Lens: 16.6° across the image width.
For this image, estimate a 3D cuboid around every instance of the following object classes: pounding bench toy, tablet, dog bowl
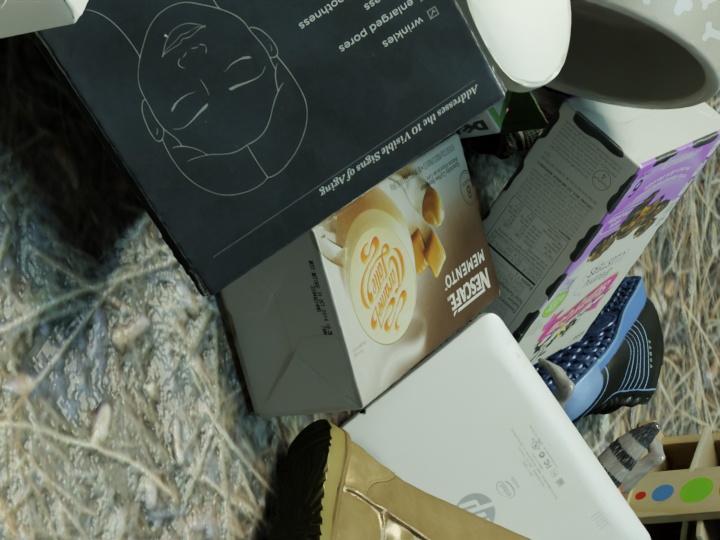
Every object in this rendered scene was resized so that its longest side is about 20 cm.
[{"bbox_3d":[0.305,0.222,1.901,0.201,0.155,0.124,62,36,-31],"label":"pounding bench toy"},{"bbox_3d":[0.087,0.140,1.565,0.130,0.014,0.200,-38,107,-7],"label":"tablet"},{"bbox_3d":[0.139,-0.158,1.477,0.200,0.199,0.059,36,69,-51],"label":"dog bowl"}]

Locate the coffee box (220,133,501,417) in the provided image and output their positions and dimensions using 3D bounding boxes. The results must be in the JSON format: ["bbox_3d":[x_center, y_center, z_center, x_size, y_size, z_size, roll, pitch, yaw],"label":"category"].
[{"bbox_3d":[0.000,0.000,1.512,0.200,0.079,0.115,-34,113,-57],"label":"coffee box"}]

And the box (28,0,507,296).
[{"bbox_3d":[-0.061,-0.132,1.302,0.197,0.199,0.124,59,-4,-33],"label":"box"}]

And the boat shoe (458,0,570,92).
[{"bbox_3d":[0.059,-0.191,1.388,0.070,0.064,0.201,-15,82,-31],"label":"boat shoe"}]

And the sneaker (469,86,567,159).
[{"bbox_3d":[0.112,-0.107,1.745,0.200,0.080,0.075,34,84,-52],"label":"sneaker"}]

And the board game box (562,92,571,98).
[{"bbox_3d":[0.162,-0.173,1.722,0.200,0.028,0.136,37,48,-51],"label":"board game box"}]

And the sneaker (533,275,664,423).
[{"bbox_3d":[0.180,0.077,1.807,0.200,0.070,0.078,-46,116,-54],"label":"sneaker"}]

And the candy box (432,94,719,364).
[{"bbox_3d":[0.141,-0.029,1.649,0.071,0.200,0.168,41,28,15],"label":"candy box"}]

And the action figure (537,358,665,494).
[{"bbox_3d":[0.103,0.159,1.610,0.200,0.104,0.194,38,80,-44],"label":"action figure"}]

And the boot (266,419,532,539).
[{"bbox_3d":[0.035,0.199,1.473,0.200,0.066,0.176,34,51,-24],"label":"boot"}]

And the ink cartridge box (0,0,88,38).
[{"bbox_3d":[-0.191,-0.204,1.190,0.125,0.128,0.201,56,39,-37],"label":"ink cartridge box"}]

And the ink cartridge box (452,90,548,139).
[{"bbox_3d":[0.031,-0.131,1.571,0.200,0.103,0.060,54,41,-40],"label":"ink cartridge box"}]
